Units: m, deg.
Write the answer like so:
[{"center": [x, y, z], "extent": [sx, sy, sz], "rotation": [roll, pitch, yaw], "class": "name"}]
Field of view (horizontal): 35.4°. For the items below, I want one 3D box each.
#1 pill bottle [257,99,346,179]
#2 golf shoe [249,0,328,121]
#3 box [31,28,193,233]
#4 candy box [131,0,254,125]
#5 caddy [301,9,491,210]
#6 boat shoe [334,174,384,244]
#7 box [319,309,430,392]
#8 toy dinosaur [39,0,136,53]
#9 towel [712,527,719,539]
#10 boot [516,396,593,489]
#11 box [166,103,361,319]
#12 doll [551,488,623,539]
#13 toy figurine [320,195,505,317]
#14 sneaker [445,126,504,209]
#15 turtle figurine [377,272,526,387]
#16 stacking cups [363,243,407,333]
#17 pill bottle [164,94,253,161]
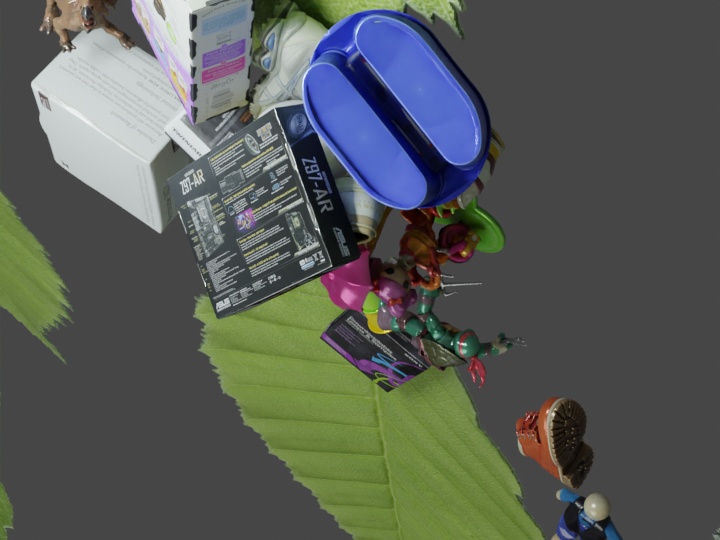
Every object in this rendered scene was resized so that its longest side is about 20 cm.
[{"center": [-0.076, -0.089, 1.250], "extent": [0.109, 0.109, 0.200], "rotation": [34, 151, 9], "class": "pill bottle"}, {"center": [-0.064, -0.199, 1.214], "extent": [0.097, 0.079, 0.200], "rotation": [26, 159, 4], "class": "golf shoe"}, {"center": [-0.311, -0.189, 1.510], "extent": [0.199, 0.131, 0.199], "rotation": [34, 157, 10], "class": "box"}, {"center": [-0.176, -0.276, 1.148], "extent": [0.169, 0.071, 0.200], "rotation": [61, 162, 18], "class": "candy box"}, {"center": [0.034, -0.150, 1.058], "extent": [0.200, 0.141, 0.105], "rotation": [51, -169, -4], "class": "caddy"}, {"center": [-0.053, -0.034, 1.162], "extent": [0.200, 0.064, 0.073], "rotation": [-20, 139, 40], "class": "boat shoe"}, {"center": [0.025, 0.112, 1.700], "extent": [0.143, 0.036, 0.200], "rotation": [39, 156, -2], "class": "box"}, {"center": [-0.340, -0.339, 1.349], "extent": [0.200, 0.085, 0.136], "rotation": [46, 151, 25], "class": "toy dinosaur"}, {"center": [0.580, 0.422, 1.489], "extent": [0.199, 0.035, 0.193], "rotation": [11, 142, 50], "class": "towel"}, {"center": [0.251, 0.221, 1.535], "extent": [0.107, 0.075, 0.201], "rotation": [29, 157, 31], "class": "boot"}, {"center": [-0.102, -0.054, 1.132], "extent": [0.199, 0.043, 0.162], "rotation": [-25, 84, 46], "class": "box"}, {"center": [0.350, 0.392, 1.730], "extent": [0.136, 0.048, 0.201], "rotation": [39, 152, 22], "class": "doll"}, {"center": [0.038, -0.024, 1.243], "extent": [0.200, 0.185, 0.150], "rotation": [41, 157, -11], "class": "toy figurine"}, {"center": [0.044, -0.127, 1.151], "extent": [0.199, 0.091, 0.075], "rotation": [20, 162, 33], "class": "sneaker"}, {"center": [0.109, 0.075, 1.439], "extent": [0.150, 0.101, 0.199], "rotation": [48, 158, -25], "class": "turtle figurine"}, {"center": [0.000, 0.000, 1.497], "extent": [0.060, 0.061, 0.201], "rotation": [16, 148, 40], "class": "stacking cups"}, {"center": [-0.135, -0.139, 1.378], "extent": [0.200, 0.106, 0.106], "rotation": [45, 156, -15], "class": "pill bottle"}]
